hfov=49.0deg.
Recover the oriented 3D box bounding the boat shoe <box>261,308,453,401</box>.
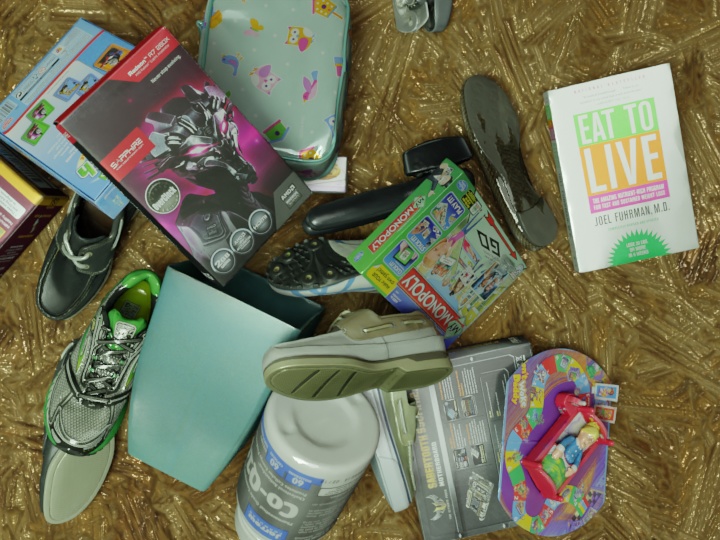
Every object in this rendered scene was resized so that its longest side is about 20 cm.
[{"bbox_3d":[-0.006,0.076,0.746,0.199,0.075,0.069,4,56,-35],"label":"boat shoe"}]

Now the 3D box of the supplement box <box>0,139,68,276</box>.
[{"bbox_3d":[-0.420,-0.038,0.820,0.110,0.086,0.200,42,91,-5],"label":"supplement box"}]

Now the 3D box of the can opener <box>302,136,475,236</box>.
[{"bbox_3d":[0.032,-0.076,0.841,0.199,0.063,0.079,-21,77,-9],"label":"can opener"}]

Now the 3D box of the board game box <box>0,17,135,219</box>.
[{"bbox_3d":[-0.259,-0.156,0.775,0.199,0.037,0.152,31,76,31],"label":"board game box"}]

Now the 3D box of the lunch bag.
[{"bbox_3d":[-0.092,-0.198,0.808,0.159,0.077,0.202,5,78,1],"label":"lunch bag"}]

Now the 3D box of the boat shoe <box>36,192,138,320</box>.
[{"bbox_3d":[-0.289,-0.034,0.824,0.072,0.068,0.201,33,102,-1],"label":"boat shoe"}]

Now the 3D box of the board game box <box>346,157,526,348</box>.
[{"bbox_3d":[0.085,-0.007,0.805,0.135,0.200,0.029,-46,51,1],"label":"board game box"}]

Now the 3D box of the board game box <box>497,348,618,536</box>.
[{"bbox_3d":[0.223,0.185,0.842,0.157,0.039,0.202,9,84,-30],"label":"board game box"}]

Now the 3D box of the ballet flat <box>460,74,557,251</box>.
[{"bbox_3d":[0.154,-0.114,0.860,0.067,0.046,0.201,-26,92,-23],"label":"ballet flat"}]

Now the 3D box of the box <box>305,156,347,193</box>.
[{"bbox_3d":[-0.112,-0.105,0.851,0.198,0.039,0.042,2,93,-2],"label":"box"}]

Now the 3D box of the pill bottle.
[{"bbox_3d":[-0.062,0.205,0.798,0.113,0.114,0.201,20,131,-3],"label":"pill bottle"}]

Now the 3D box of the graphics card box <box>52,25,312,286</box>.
[{"bbox_3d":[-0.153,-0.098,0.705,0.126,0.051,0.200,-47,112,-14],"label":"graphics card box"}]

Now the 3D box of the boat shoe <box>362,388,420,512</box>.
[{"bbox_3d":[0.031,0.150,0.816,0.062,0.072,0.202,-16,100,-10],"label":"boat shoe"}]

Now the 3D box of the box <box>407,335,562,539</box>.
[{"bbox_3d":[0.126,0.187,0.877,0.157,0.048,0.202,-12,94,0],"label":"box"}]

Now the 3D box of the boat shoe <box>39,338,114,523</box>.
[{"bbox_3d":[-0.311,0.174,0.859,0.072,0.067,0.202,4,102,-46],"label":"boat shoe"}]

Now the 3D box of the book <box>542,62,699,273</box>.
[{"bbox_3d":[0.283,-0.110,0.867,0.133,0.048,0.202,-13,96,3],"label":"book"}]

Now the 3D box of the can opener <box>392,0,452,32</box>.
[{"bbox_3d":[0.054,-0.354,0.842,0.066,0.053,0.202,-10,95,-34],"label":"can opener"}]

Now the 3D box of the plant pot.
[{"bbox_3d":[-0.147,0.108,0.813,0.141,0.141,0.201,24,99,4],"label":"plant pot"}]

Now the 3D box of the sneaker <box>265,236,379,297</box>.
[{"bbox_3d":[0.000,0.000,0.840,0.198,0.073,0.072,-10,50,-8],"label":"sneaker"}]

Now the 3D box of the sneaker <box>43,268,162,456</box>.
[{"bbox_3d":[-0.251,0.083,0.777,0.078,0.085,0.201,21,59,-15],"label":"sneaker"}]
